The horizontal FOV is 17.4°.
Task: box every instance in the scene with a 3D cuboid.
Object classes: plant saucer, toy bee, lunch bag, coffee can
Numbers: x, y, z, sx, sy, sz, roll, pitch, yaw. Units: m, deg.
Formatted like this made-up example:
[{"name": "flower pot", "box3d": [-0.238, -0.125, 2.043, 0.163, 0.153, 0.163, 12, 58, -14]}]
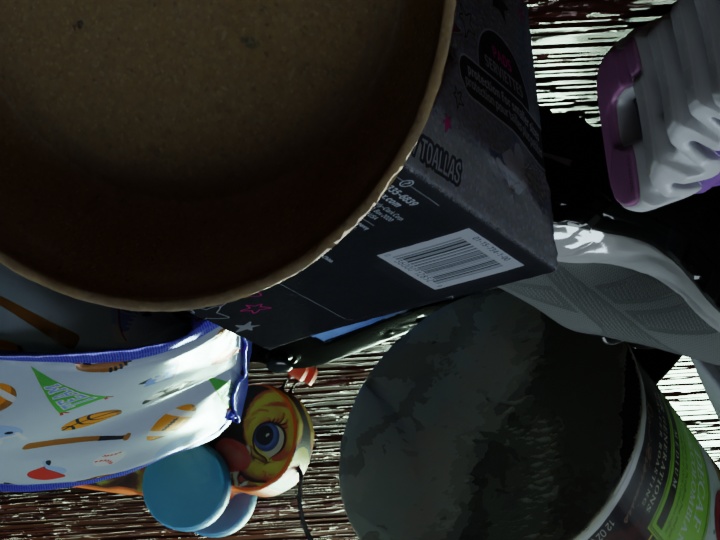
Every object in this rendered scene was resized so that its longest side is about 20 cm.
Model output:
[{"name": "plant saucer", "box3d": [-0.059, -0.090, 0.665, 0.199, 0.201, 0.035, -14, -175, 26]}, {"name": "toy bee", "box3d": [-0.069, 0.092, 1.252, 0.199, 0.109, 0.131, 20, 174, -5]}, {"name": "lunch bag", "box3d": [-0.144, 0.020, 0.996, 0.199, 0.125, 0.170, 5, 157, -2]}, {"name": "coffee can", "box3d": [0.098, 0.120, 1.082, 0.146, 0.147, 0.200, -13, 144, 24]}]

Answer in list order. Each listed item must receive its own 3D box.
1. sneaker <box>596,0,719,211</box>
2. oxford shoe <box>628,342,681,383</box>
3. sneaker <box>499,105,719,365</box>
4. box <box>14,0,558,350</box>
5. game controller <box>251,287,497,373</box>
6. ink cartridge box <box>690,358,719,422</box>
[{"name": "sneaker", "box3d": [0.161, -0.080, 0.858, 0.088, 0.081, 0.200, -2, 165, -18]}, {"name": "oxford shoe", "box3d": [0.146, -0.006, 1.041, 0.071, 0.073, 0.200, -1, 159, -3]}, {"name": "sneaker", "box3d": [0.125, 0.000, 0.957, 0.199, 0.074, 0.080, 24, 144, 16]}, {"name": "box", "box3d": [-0.032, -0.065, 0.803, 0.131, 0.115, 0.200, -16, 157, 25]}, {"name": "game controller", "box3d": [0.000, 0.000, 1.077, 0.199, 0.042, 0.104, -23, 152, 39]}, {"name": "ink cartridge box", "box3d": [0.231, 0.130, 1.055, 0.040, 0.200, 0.200, -34, 146, -2]}]
